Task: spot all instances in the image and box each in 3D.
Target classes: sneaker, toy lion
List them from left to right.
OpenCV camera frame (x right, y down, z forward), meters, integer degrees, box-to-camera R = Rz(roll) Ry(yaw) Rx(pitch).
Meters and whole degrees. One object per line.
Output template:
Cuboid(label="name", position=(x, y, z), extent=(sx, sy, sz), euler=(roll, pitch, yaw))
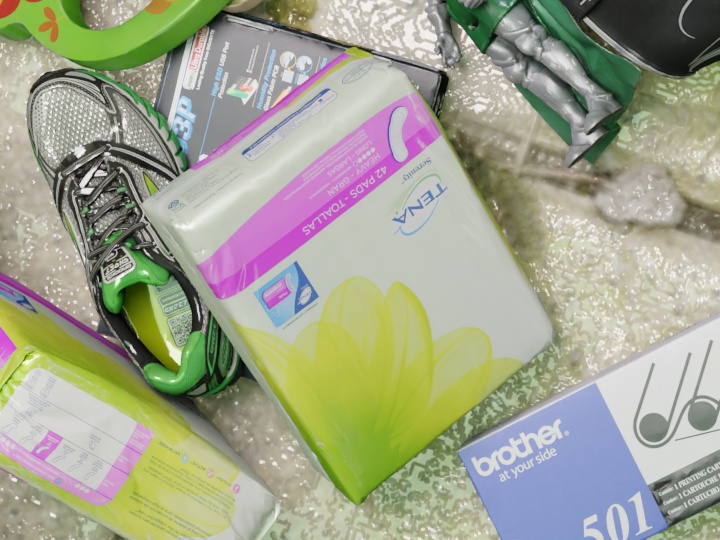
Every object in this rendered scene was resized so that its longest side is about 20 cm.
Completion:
Cuboid(label="toy lion", position=(-0.170, -0.196, 1.300), extent=(0.191, 0.069, 0.201), euler=(-34, 70, 13))
Cuboid(label="sneaker", position=(-0.124, -0.023, 1.265), extent=(0.078, 0.085, 0.201), euler=(-30, 88, 10))

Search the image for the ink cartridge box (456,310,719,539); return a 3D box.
Cuboid(label="ink cartridge box", position=(0.164, 0.097, 1.298), extent=(0.199, 0.044, 0.095), euler=(-27, 89, 10))

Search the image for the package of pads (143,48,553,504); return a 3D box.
Cuboid(label="package of pads", position=(0.000, 0.000, 1.236), extent=(0.154, 0.068, 0.201), euler=(-37, 116, -12))

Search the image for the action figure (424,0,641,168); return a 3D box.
Cuboid(label="action figure", position=(0.067, -0.149, 1.274), extent=(0.055, 0.118, 0.200), euler=(-37, 77, -23))

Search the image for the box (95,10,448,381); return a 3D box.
Cuboid(label="box", position=(-0.050, -0.038, 1.318), extent=(0.158, 0.046, 0.202), euler=(15, 96, 7))

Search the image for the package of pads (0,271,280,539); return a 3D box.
Cuboid(label="package of pads", position=(-0.149, 0.079, 1.244), extent=(0.200, 0.154, 0.068), euler=(35, 93, -37))

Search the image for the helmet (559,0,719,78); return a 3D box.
Cuboid(label="helmet", position=(0.191, -0.216, 1.210), extent=(0.200, 0.200, 0.191), euler=(47, 116, 2))
